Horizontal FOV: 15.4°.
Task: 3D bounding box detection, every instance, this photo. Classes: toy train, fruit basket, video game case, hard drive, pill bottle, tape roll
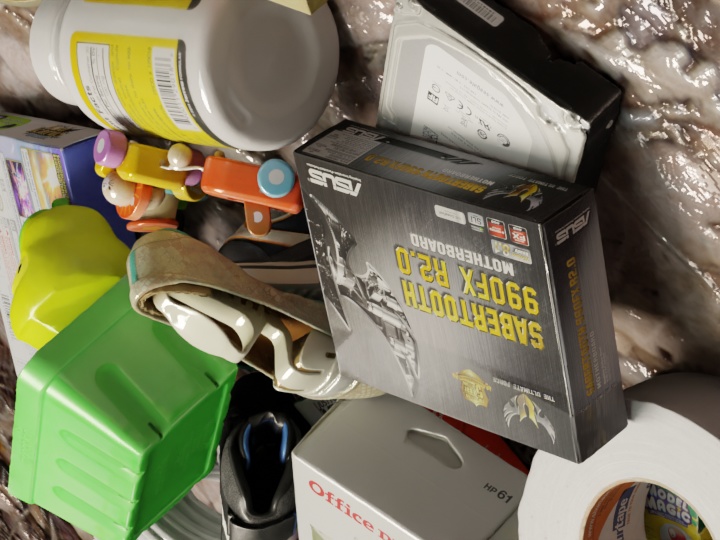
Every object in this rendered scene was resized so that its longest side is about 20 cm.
[{"bbox_3d":[-0.096,-0.045,1.660,0.149,0.056,0.200,12,178,-5],"label":"toy train"},{"bbox_3d":[-0.181,0.054,1.750,0.215,0.155,0.216,36,151,24],"label":"fruit basket"},{"bbox_3d":[-0.214,-0.008,1.916,0.181,0.045,0.201,15,121,57],"label":"video game case"},{"bbox_3d":[0.072,-0.071,1.534,0.139,0.038,0.200,38,151,17],"label":"hard drive"},{"bbox_3d":[-0.115,-0.135,1.628,0.199,0.111,0.112,11,136,48],"label":"pill bottle"},{"bbox_3d":[0.189,0.164,1.560,0.199,0.066,0.202,14,111,39],"label":"tape roll"}]

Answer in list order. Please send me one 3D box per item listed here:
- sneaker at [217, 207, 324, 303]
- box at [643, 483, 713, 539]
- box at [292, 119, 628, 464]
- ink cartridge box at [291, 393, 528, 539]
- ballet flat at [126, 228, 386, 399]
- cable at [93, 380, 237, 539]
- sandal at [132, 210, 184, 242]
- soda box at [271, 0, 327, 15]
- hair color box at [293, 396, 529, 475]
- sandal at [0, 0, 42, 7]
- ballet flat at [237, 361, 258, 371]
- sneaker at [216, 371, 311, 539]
[{"bbox_3d":[0.000,0.000,1.695,0.199,0.080,0.079,7,140,15],"label":"sneaker"},{"bbox_3d":[0.193,0.183,1.687,0.117,0.048,0.201,22,145,38],"label":"box"},{"bbox_3d":[0.057,0.009,1.539,0.199,0.048,0.159,19,130,42],"label":"box"},{"bbox_3d":[0.036,0.186,1.736,0.144,0.085,0.201,31,146,26],"label":"ink cartridge box"},{"bbox_3d":[-0.060,0.043,1.644,0.199,0.063,0.068,26,128,-19],"label":"ballet flat"},{"bbox_3d":[-0.092,0.167,1.886,0.200,0.199,0.069,54,137,33],"label":"cable"},{"bbox_3d":[-0.163,-0.022,1.916,0.076,0.043,0.200,63,154,9],"label":"sandal"},{"bbox_3d":[-0.088,-0.216,1.538,0.199,0.064,0.068,23,144,36],"label":"soda box"},{"bbox_3d":[0.055,0.138,1.801,0.200,0.061,0.101,49,152,-6],"label":"hair color box"},{"bbox_3d":[-0.265,-0.214,1.786,0.199,0.081,0.054,22,165,31],"label":"sandal"},{"bbox_3d":[-0.083,0.040,1.865,0.200,0.072,0.072,-7,122,55],"label":"ballet flat"},{"bbox_3d":[-0.061,0.117,1.806,0.073,0.201,0.112,1,133,-4],"label":"sneaker"}]
